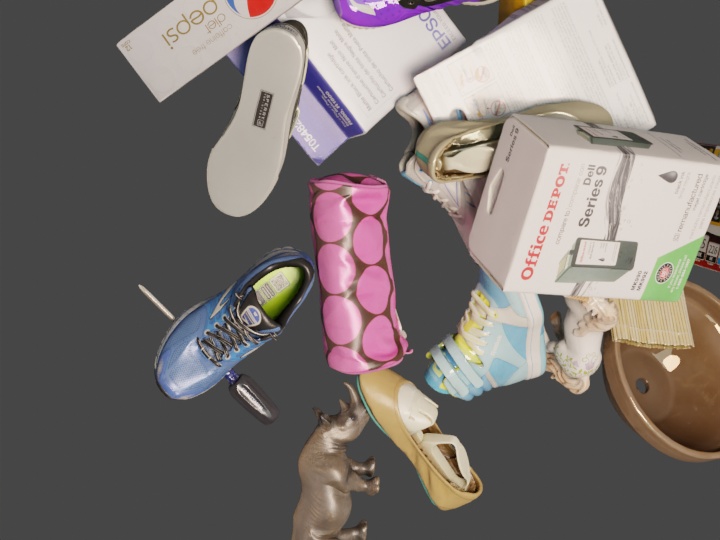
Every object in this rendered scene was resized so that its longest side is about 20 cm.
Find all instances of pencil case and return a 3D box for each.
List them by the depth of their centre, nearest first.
[{"bbox_3d":[0.000,0.000,1.034,0.093,0.091,0.202,-8,99,-13],"label":"pencil case"}]

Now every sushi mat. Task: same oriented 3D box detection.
[{"bbox_3d":[0.303,-0.012,1.095,0.095,0.012,0.202,5,65,-17],"label":"sushi mat"}]

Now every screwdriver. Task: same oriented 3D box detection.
[{"bbox_3d":[-0.154,0.084,1.040,0.029,0.028,0.200,-32,106,23],"label":"screwdriver"}]

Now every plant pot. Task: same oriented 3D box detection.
[{"bbox_3d":[0.338,0.118,1.120,0.199,0.093,0.203,10,64,-21],"label":"plant pot"}]

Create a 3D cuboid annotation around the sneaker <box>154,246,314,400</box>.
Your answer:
[{"bbox_3d":[-0.123,0.048,0.997,0.200,0.089,0.079,-44,98,-10],"label":"sneaker"}]

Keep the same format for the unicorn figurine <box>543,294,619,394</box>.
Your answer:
[{"bbox_3d":[0.225,0.047,1.054,0.073,0.138,0.201,-21,128,-5],"label":"unicorn figurine"}]

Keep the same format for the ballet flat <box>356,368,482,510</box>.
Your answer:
[{"bbox_3d":[0.070,0.173,1.090,0.063,0.069,0.201,-18,116,34],"label":"ballet flat"}]

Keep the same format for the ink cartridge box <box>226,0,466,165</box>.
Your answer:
[{"bbox_3d":[-0.027,-0.242,1.008,0.200,0.041,0.200,-43,107,-4],"label":"ink cartridge box"}]

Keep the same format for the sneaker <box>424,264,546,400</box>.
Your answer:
[{"bbox_3d":[0.121,0.064,1.051,0.130,0.080,0.201,-24,132,-6],"label":"sneaker"}]

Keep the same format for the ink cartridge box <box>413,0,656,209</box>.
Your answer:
[{"bbox_3d":[0.173,-0.173,1.011,0.199,0.057,0.164,-27,104,8],"label":"ink cartridge box"}]

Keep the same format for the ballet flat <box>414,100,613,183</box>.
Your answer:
[{"bbox_3d":[0.152,-0.118,0.966,0.198,0.070,0.070,-10,102,-1],"label":"ballet flat"}]

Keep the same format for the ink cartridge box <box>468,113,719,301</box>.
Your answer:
[{"bbox_3d":[0.218,-0.054,0.937,0.198,0.084,0.147,3,117,-22],"label":"ink cartridge box"}]

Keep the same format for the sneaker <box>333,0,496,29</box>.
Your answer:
[{"bbox_3d":[0.072,-0.282,0.955,0.198,0.099,0.070,-17,98,-18],"label":"sneaker"}]

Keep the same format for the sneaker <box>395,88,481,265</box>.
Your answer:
[{"bbox_3d":[0.085,-0.095,1.042,0.086,0.075,0.202,-22,102,-17],"label":"sneaker"}]

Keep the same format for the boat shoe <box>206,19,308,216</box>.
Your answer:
[{"bbox_3d":[-0.093,-0.147,0.990,0.070,0.064,0.201,25,117,1],"label":"boat shoe"}]

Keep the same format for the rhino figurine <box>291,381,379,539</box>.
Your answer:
[{"bbox_3d":[-0.025,0.219,1.078,0.086,0.060,0.202,5,96,-11],"label":"rhino figurine"}]

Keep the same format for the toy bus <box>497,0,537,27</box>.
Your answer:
[{"bbox_3d":[0.184,-0.200,1.058,0.077,0.065,0.202,0,99,-14],"label":"toy bus"}]

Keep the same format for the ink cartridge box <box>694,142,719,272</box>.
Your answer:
[{"bbox_3d":[0.419,-0.080,1.070,0.083,0.200,0.177,13,96,-15],"label":"ink cartridge box"}]

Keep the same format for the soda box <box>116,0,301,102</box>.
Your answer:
[{"bbox_3d":[-0.125,-0.244,0.940,0.199,0.064,0.068,-33,108,13],"label":"soda box"}]
